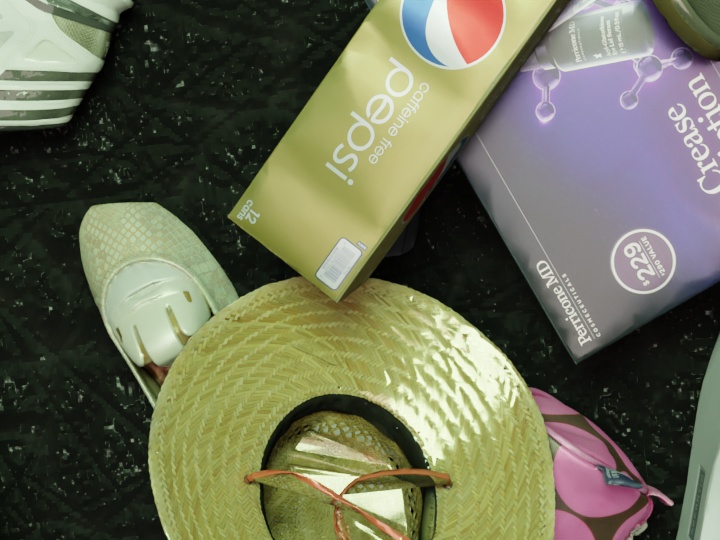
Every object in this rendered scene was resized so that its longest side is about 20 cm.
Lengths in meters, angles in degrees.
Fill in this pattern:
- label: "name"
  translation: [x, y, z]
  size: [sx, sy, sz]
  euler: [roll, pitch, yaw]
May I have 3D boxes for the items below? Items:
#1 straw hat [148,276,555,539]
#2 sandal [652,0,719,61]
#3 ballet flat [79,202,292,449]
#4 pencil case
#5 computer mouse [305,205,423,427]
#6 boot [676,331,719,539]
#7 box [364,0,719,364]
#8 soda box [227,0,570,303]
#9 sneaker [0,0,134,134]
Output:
- label: "straw hat"
  translation: [-0.010, 0.110, 0.775]
  size: [0.199, 0.085, 0.203]
  euler: [6, 59, -11]
- label: "sandal"
  translation: [0.178, -0.184, 0.750]
  size: [0.082, 0.054, 0.201]
  euler: [39, 62, -14]
- label: "ballet flat"
  translation: [-0.080, 0.050, 0.836]
  size: [0.067, 0.062, 0.201]
  euler: [-32, 90, 7]
- label: "pencil case"
  translation: [0.061, 0.161, 0.821]
  size: [0.093, 0.091, 0.201]
  euler: [33, 99, -11]
- label: "computer mouse"
  translation: [0.000, 0.000, 0.838]
  size: [0.058, 0.034, 0.202]
  euler: [7, 96, 4]
- label: "boot"
  translation: [0.211, 0.102, 0.813]
  size: [0.095, 0.074, 0.202]
  euler: [9, 104, -1]
- label: "box"
  translation: [0.112, -0.080, 0.798]
  size: [0.140, 0.079, 0.201]
  euler: [-31, 91, 12]
- label: "soda box"
  translation: [0.029, -0.087, 0.737]
  size: [0.064, 0.068, 0.201]
  euler: [38, 103, 4]
- label: "sneaker"
  translation: [-0.223, -0.130, 0.829]
  size: [0.199, 0.076, 0.116]
  euler: [25, 95, 1]
